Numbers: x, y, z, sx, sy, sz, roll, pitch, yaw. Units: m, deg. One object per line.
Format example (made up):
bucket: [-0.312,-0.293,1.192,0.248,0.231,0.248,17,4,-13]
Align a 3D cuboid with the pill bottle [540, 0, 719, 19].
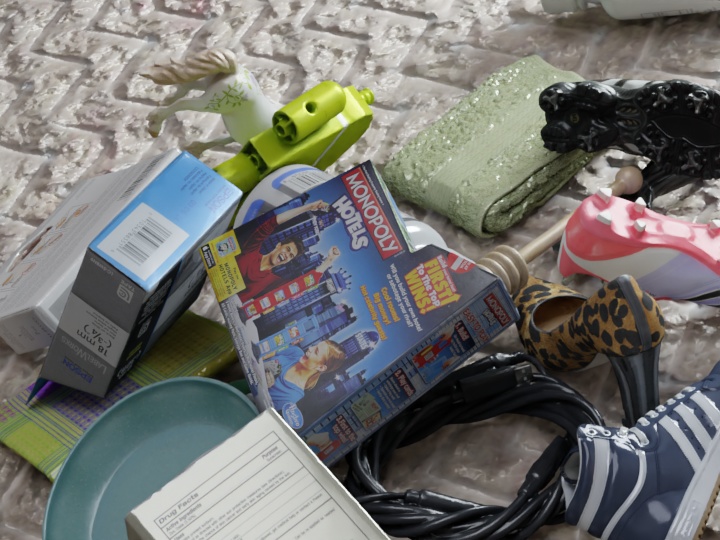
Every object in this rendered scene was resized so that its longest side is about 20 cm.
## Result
pill bottle: [0.261,-0.286,1.974,0.199,0.115,0.115,-4,41,15]

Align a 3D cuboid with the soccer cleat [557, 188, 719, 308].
soccer cleat: [0.248,0.000,1.671,0.199,0.077,0.067,19,42,-8]

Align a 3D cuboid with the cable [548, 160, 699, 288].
cable: [0.223,-0.046,1.788,0.097,0.051,0.200,-1,29,36]

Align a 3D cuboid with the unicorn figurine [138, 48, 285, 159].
unicorn figurine: [-0.100,-0.132,1.924,0.137,0.200,0.074,-25,63,14]

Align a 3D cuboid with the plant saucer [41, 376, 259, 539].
plant saucer: [-0.142,0.175,1.611,0.199,0.036,0.201,-15,55,22]

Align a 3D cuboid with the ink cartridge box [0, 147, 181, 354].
ink cartridge box: [-0.244,-0.012,1.874,0.176,0.045,0.200,-14,32,55]

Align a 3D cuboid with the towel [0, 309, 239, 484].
towel: [-0.193,0.092,1.753,0.200,0.023,0.143,-35,32,-21]

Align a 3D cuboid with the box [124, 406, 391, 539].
box: [-0.046,0.216,1.458,0.128,0.109,0.200,-35,67,-19]

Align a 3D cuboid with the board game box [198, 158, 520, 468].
board game box: [0.004,0.026,1.612,0.199,0.062,0.201,-26,54,4]

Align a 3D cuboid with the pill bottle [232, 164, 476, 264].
pill bottle: [0.000,0.000,1.739,0.114,0.114,0.200,-39,45,-24]

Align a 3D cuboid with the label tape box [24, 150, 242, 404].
label tape box: [-0.178,0.023,1.722,0.063,0.200,0.144,34,45,7]

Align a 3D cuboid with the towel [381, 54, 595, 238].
towel: [0.125,-0.110,1.882,0.200,0.037,0.148,-39,44,-25]

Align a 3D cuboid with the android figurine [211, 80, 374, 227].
android figurine: [-0.065,-0.097,1.846,0.200,0.182,0.041,-34,83,-35]

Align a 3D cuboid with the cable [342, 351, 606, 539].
cable: [0.080,0.144,1.607,0.199,0.051,0.163,-23,45,-11]

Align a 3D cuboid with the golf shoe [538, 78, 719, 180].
golf shoe: [0.247,-0.124,1.781,0.199,0.078,0.094,14,17,30]

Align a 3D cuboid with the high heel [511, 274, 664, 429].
high heel: [0.165,0.019,1.635,0.071,0.143,0.200,-25,41,-16]

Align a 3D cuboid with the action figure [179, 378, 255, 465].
action figure: [-0.044,0.099,1.657,0.199,0.055,0.119,-23,50,14]

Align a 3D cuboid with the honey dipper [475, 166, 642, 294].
honey dipper: [0.155,-0.029,1.705,0.200,0.038,0.038,-33,42,-32]

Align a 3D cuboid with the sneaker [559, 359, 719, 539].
sneaker: [0.209,0.117,1.546,0.108,0.070,0.200,22,53,9]
